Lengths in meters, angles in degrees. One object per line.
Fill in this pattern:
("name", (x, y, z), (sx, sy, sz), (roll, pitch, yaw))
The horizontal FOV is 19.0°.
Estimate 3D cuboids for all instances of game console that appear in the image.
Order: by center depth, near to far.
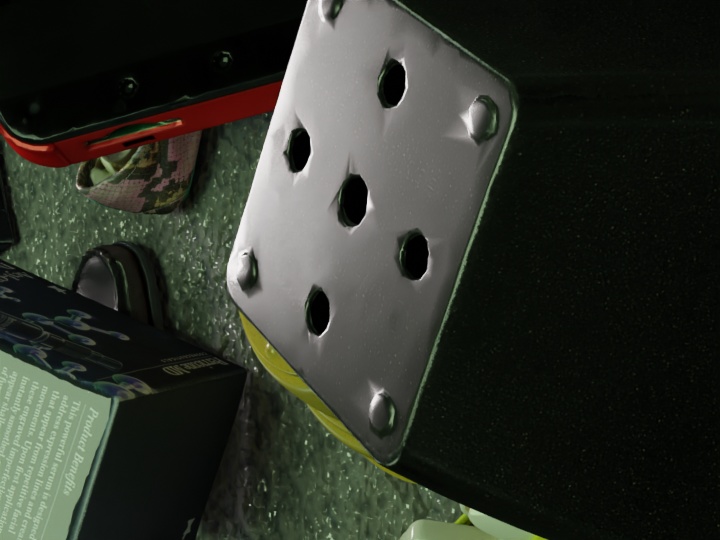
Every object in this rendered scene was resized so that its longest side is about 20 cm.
("game console", (-0.097, -0.154, 1.052), (0.198, 0.031, 0.179), (-14, 74, 11))

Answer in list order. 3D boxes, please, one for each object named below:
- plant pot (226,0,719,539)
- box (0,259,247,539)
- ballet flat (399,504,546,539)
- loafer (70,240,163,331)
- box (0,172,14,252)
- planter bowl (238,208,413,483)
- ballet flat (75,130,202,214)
("plant pot", (0.070, -0.016, 0.765), (0.200, 0.176, 0.201), (43, 122, 49))
("box", (-0.184, 0.068, 1.087), (0.199, 0.148, 0.108), (23, 101, 18))
("ballet flat", (0.059, 0.113, 0.915), (0.200, 0.067, 0.067), (-51, 22, 39))
("loafer", (-0.152, 0.085, 1.177), (0.072, 0.063, 0.202), (18, 105, 49))
("box", (-0.327, -0.078, 1.336), (0.199, 0.122, 0.200), (-28, 72, 47))
("planter bowl", (0.000, 0.000, 0.979), (0.199, 0.083, 0.203), (1, 92, 50))
("ballet flat", (-0.102, -0.120, 1.106), (0.069, 0.071, 0.201), (40, 120, 42))
